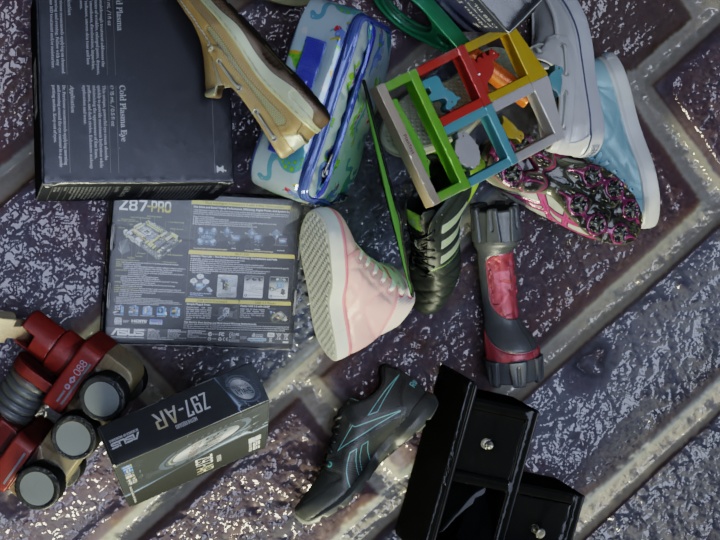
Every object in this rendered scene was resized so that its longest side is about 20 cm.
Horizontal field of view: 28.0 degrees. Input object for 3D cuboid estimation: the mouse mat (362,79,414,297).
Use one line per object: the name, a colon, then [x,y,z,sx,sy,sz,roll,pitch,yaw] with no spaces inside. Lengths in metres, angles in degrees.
mouse mat: [0.029,-0.078,1.441,0.008,0.200,0.161,-14,65,1]

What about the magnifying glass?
magnifying glass: [0.095,-0.236,1.487,0.200,0.080,0.022,39,75,-1]

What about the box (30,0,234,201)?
box: [-0.224,-0.171,1.402,0.182,0.104,0.200,-1,84,-16]

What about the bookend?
bookend: [0.166,0.229,1.601,0.200,0.092,0.199,15,93,-19]

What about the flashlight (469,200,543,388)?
flashlight: [0.161,0.026,1.581,0.068,0.068,0.200,-5,103,1]

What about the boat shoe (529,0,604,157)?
boat shoe: [0.205,-0.215,1.526,0.065,0.074,0.200,0,65,-26]

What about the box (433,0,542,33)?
box: [0.090,-0.345,1.441,0.123,0.198,0.200,-46,107,-3]

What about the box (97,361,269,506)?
box: [-0.172,0.167,1.440,0.160,0.200,0.044,-22,73,-13]

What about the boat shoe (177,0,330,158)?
boat shoe: [-0.120,-0.190,1.346,0.076,0.072,0.200,-42,83,9]

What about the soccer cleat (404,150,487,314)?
soccer cleat: [0.075,-0.043,1.526,0.081,0.068,0.200,-12,124,-45]

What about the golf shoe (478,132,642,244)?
golf shoe: [0.216,-0.091,1.570,0.200,0.092,0.073,29,84,-13]

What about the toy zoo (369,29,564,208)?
toy zoo: [0.121,-0.162,1.442,0.200,0.020,0.131,-29,96,-22]

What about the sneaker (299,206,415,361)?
sneaker: [0.000,0.000,1.503,0.105,0.075,0.200,-23,136,-18]

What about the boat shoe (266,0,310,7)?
boat shoe: [-0.127,-0.316,1.439,0.200,0.073,0.063,4,140,-25]

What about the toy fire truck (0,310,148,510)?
toy fire truck: [-0.339,0.116,1.418,0.200,0.129,0.176,37,102,-1]

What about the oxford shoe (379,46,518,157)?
oxford shoe: [0.095,-0.166,1.511,0.075,0.058,0.200,43,55,13]

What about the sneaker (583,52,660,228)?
sneaker: [0.269,-0.135,1.597,0.082,0.074,0.200,-18,94,-6]

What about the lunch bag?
lunch bag: [-0.037,-0.164,1.446,0.082,0.161,0.200,19,92,13]

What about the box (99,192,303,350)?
box: [-0.164,-0.002,1.494,0.200,0.049,0.161,2,99,-16]

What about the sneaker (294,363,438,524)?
sneaker: [-0.007,0.189,1.565,0.079,0.075,0.200,45,77,-4]
